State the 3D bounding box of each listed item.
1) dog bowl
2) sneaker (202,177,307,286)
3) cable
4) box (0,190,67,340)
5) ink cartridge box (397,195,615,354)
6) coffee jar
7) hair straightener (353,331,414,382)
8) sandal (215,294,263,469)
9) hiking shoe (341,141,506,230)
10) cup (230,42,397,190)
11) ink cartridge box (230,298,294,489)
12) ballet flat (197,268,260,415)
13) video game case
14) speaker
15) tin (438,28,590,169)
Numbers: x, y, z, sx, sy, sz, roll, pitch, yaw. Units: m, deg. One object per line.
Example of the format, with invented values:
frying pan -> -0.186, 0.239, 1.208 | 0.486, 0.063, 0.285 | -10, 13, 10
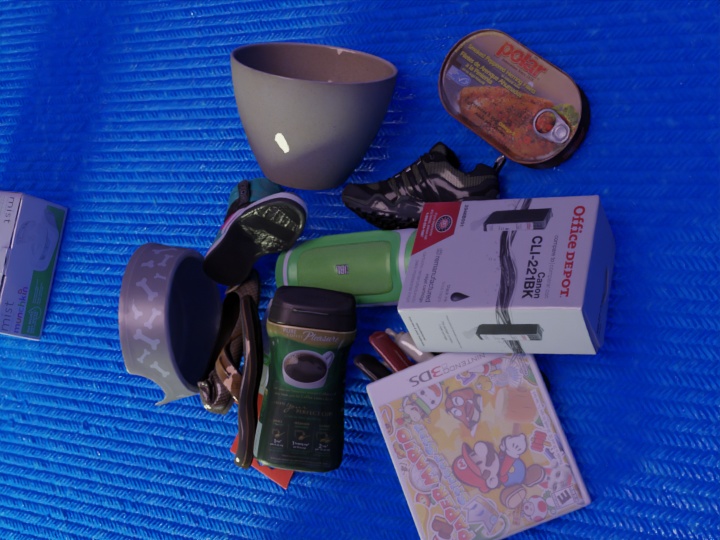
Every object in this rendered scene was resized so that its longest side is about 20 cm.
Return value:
dog bowl -> -0.226, 0.064, 1.461 | 0.058, 0.200, 0.203 | -3, 77, 16
sneaker -> -0.114, -0.070, 1.451 | 0.199, 0.083, 0.122 | -34, 29, 46
cable -> 0.108, 0.119, 1.307 | 0.199, 0.050, 0.098 | 24, 98, 35
box -> -0.538, -0.013, 1.739 | 0.175, 0.096, 0.203 | 6, 82, 34
ink cartridge box -> 0.155, 0.005, 1.237 | 0.198, 0.084, 0.146 | -1, 54, 24
coffee jar -> -0.061, 0.120, 1.339 | 0.103, 0.085, 0.203 | 7, 97, 1
hair straightener -> 0.065, 0.162, 1.311 | 0.200, 0.041, 0.077 | 45, 120, 12
sandal -> -0.144, 0.129, 1.391 | 0.054, 0.082, 0.203 | 3, 87, 0
hiking shoe -> 0.074, -0.096, 1.374 | 0.198, 0.076, 0.102 | 7, 74, 25
cup -> -0.062, -0.180, 1.422 | 0.199, 0.199, 0.145 | 24, 117, 35
ink cartridge box -> -0.097, 0.149, 1.436 | 0.108, 0.050, 0.202 | 26, 94, 34
ballet flat -> -0.165, 0.081, 1.466 | 0.067, 0.046, 0.202 | -35, 38, 54
video game case -> 0.122, 0.181, 1.248 | 0.180, 0.023, 0.202 | -23, 77, 8
speaker -> 0.000, 0.000, 1.385 | 0.198, 0.088, 0.090 | -5, 76, 33
tin -> 0.173, -0.194, 1.343 | 0.200, 0.042, 0.113 | 43, 107, 33
